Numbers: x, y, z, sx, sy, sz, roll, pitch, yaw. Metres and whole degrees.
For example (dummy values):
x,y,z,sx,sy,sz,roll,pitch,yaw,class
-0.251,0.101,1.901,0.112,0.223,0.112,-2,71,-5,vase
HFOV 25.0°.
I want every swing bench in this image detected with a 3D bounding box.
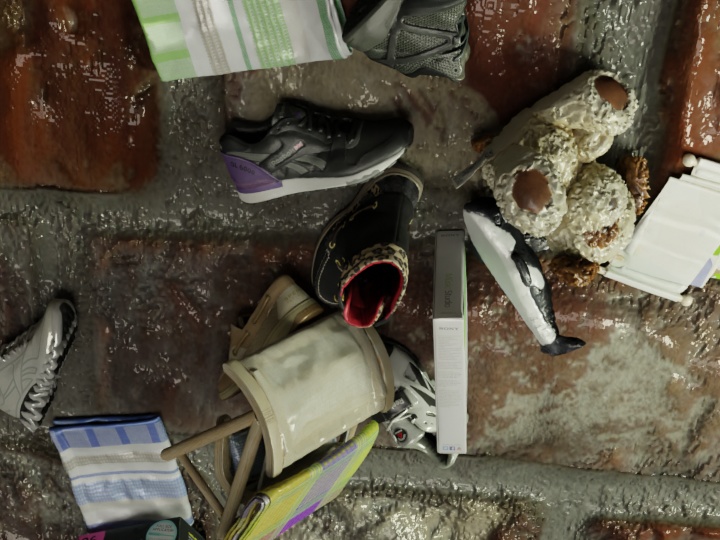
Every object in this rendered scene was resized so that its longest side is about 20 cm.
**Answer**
x,y,z,sx,sy,sz,roll,pitch,yaw,class
-0.079,0.162,1.771,0.130,0.199,0.200,51,135,13,swing bench

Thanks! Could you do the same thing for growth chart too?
x,y,z,sx,sy,sz,roll,pitch,yaw,class
0.351,-0.038,1.709,0.145,0.018,0.200,23,129,-15,growth chart

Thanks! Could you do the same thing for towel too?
x,y,z,sx,sy,sz,roll,pitch,yaw,class
-0.068,0.240,1.742,0.023,0.200,0.144,46,134,16,towel
-0.119,-0.251,1.564,0.200,0.031,0.149,-7,129,12,towel
-0.296,0.257,2.023,0.147,0.024,0.200,-4,130,8,towel

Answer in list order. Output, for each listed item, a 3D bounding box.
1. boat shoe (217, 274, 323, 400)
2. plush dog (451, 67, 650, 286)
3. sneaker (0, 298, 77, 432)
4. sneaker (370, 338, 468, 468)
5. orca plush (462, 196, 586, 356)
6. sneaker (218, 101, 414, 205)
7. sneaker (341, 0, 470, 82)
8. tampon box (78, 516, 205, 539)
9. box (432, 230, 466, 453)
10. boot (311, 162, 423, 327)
x,y,z,sx,sy,sz,roll,pitch,yaw,class
-0.112,0.076,1.829,0.065,0.071,0.200,50,131,9,boat shoe
0.204,-0.077,1.613,0.172,0.200,0.160,48,153,-19,plush dog
-0.382,0.104,1.873,0.081,0.075,0.200,25,129,-4,sneaker
0.048,0.153,1.859,0.200,0.089,0.074,38,126,-22,sneaker
0.184,-0.005,1.718,0.071,0.105,0.200,-37,97,-12,orca plush
-0.048,-0.130,1.636,0.200,0.076,0.088,-14,122,17,sneaker
0.084,-0.251,1.517,0.114,0.076,0.199,32,129,-23,sneaker
-0.269,0.433,2.040,0.150,0.200,0.126,-13,144,16,tampon box
0.098,0.078,1.751,0.036,0.144,0.200,1,130,4,box
0.000,0.000,1.688,0.073,0.151,0.200,26,129,-16,boot
